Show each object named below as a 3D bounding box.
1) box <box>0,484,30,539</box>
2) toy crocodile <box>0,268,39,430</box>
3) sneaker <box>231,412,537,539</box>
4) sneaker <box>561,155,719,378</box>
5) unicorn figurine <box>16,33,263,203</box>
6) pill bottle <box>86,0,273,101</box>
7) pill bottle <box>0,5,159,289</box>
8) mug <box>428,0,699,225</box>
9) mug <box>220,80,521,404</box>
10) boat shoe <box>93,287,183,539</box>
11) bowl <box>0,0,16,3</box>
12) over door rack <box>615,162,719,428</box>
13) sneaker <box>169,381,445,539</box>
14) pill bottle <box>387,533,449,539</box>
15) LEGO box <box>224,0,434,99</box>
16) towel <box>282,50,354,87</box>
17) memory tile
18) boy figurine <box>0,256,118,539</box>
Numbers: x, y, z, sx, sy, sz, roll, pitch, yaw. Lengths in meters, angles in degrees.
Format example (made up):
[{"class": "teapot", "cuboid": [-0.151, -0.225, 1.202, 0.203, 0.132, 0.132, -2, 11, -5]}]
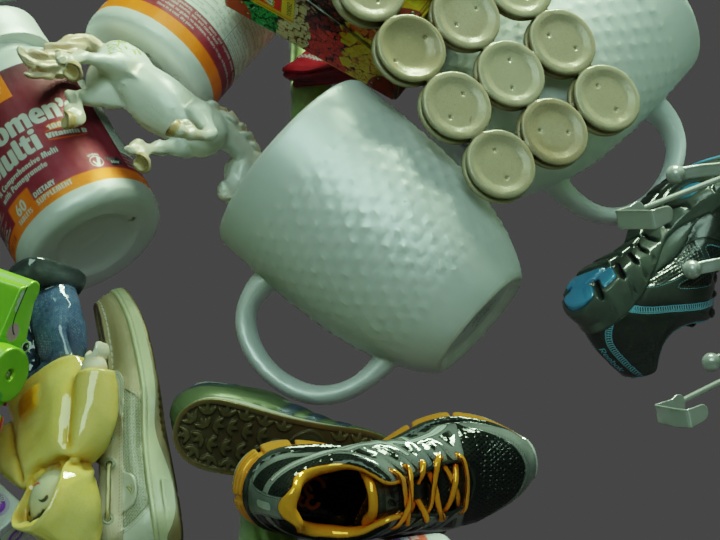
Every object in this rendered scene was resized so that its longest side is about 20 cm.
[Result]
[{"class": "box", "cuboid": [-0.302, 0.214, 1.523, 0.041, 0.039, 0.200, 40, 65, 22]}, {"class": "toy crocodile", "cuboid": [-0.254, 0.095, 1.502, 0.067, 0.062, 0.200, 12, 79, 29]}, {"class": "sneaker", "cuboid": [0.022, 0.141, 1.498, 0.200, 0.077, 0.078, -8, 99, -15]}, {"class": "sneaker", "cuboid": [0.226, -0.008, 1.661, 0.200, 0.073, 0.082, -43, 110, -22]}, {"class": "unicorn figurine", "cuboid": [-0.137, -0.104, 1.632, 0.200, 0.074, 0.137, 49, 22, 3]}, {"class": "pill bottle", "cuboid": [-0.107, -0.212, 1.755, 0.110, 0.110, 0.200, 28, 61, 17]}, {"class": "pill bottle", "cuboid": [-0.233, -0.090, 1.683, 0.110, 0.110, 0.200, -25, 60, -16]}, {"class": "mug", "cuboid": [0.154, -0.124, 1.702, 0.200, 0.148, 0.175, 47, 68, -8]}, {"class": "mug", "cuboid": [0.000, 0.000, 1.609, 0.175, 0.148, 0.200, 41, 92, 12]}, {"class": "boat shoe", "cuboid": [-0.166, 0.103, 1.581, 0.065, 0.072, 0.200, -9, 63, -8]}, {"class": "bowl", "cuboid": [-0.298, -0.313, 1.841, 0.201, 0.090, 0.201, 0, 57, 0]}, {"class": "over door rack", "cuboid": [0.233, 0.005, 1.574, 0.067, 0.148, 0.200, -5, 13, 38]}, {"class": "sneaker", "cuboid": [-0.035, 0.120, 1.570, 0.200, 0.090, 0.067, 20, 97, -15]}, {"class": "pill bottle", "cuboid": [-0.034, 0.234, 1.469, 0.200, 0.111, 0.111, -8, 57, -6]}, {"class": "LEGO box", "cuboid": [0.019, -0.243, 1.681, 0.149, 0.077, 0.200, 31, 61, 14]}, {"class": "towel", "cuboid": [0.042, -0.208, 1.766, 0.145, 0.022, 0.200, 2, 44, 50]}, {"class": "memory tile", "cuboid": [0.085, -0.152, 1.595, 0.153, 0.017, 0.200, -34, 85, -27]}, {"class": "boy figurine", "cuboid": [-0.210, 0.097, 1.542, 0.124, 0.064, 0.200, -27, 57, 31]}]
